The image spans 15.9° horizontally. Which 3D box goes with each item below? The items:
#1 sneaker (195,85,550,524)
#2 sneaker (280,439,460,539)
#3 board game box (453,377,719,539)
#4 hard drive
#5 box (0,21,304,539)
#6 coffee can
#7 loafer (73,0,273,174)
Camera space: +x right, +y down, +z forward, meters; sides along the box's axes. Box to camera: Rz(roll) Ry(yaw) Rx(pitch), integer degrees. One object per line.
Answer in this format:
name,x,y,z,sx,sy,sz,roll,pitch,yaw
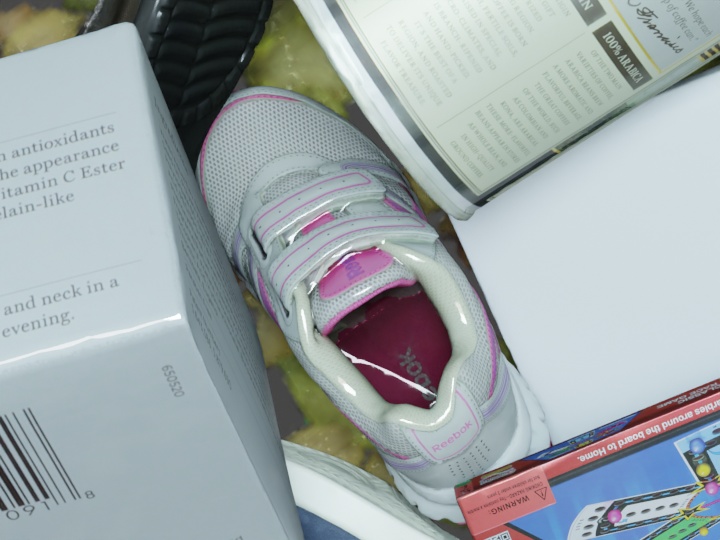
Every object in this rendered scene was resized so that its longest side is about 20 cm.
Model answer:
sneaker,0.000,0.000,0.991,0.081,0.088,0.200,-38,68,-3
sneaker,0.009,0.135,1.006,0.199,0.075,0.085,29,95,5
board game box,0.146,0.090,0.955,0.199,0.019,0.103,-23,103,3
hard drive,0.144,-0.010,0.985,0.199,0.027,0.132,-21,99,24
box,-0.138,0.044,0.898,0.198,0.200,0.131,-15,55,3
coffee can,0.082,-0.132,0.939,0.199,0.146,0.147,-32,88,10
loafer,-0.095,-0.073,0.992,0.071,0.073,0.201,29,105,29
